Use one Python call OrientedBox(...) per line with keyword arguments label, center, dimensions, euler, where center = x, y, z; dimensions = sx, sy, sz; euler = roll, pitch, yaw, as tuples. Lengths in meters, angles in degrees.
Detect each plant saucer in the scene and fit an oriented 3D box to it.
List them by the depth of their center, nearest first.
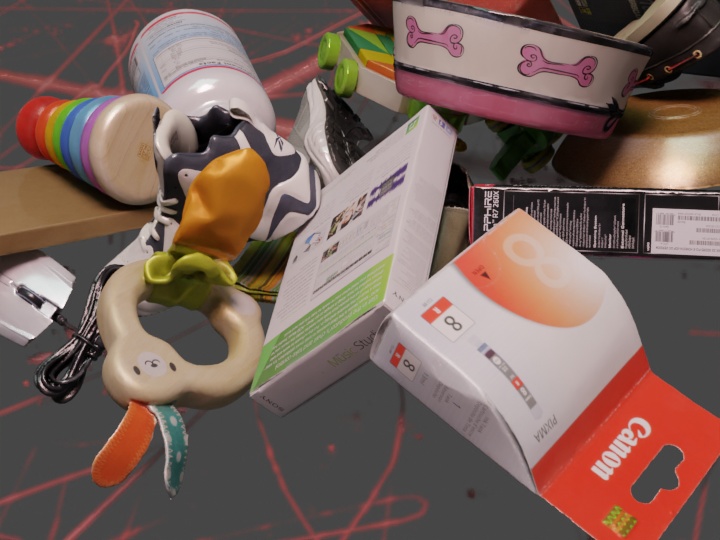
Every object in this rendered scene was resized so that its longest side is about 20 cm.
OrientedBox(label="plant saucer", center=(0.248, -0.109, 1.140), dimensions=(0.197, 0.036, 0.201), euler=(-7, 20, 2))
OrientedBox(label="plant saucer", center=(0.077, -0.229, 1.281), dimensions=(0.197, 0.037, 0.200), euler=(15, -3, 18))

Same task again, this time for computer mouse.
OrientedBox(label="computer mouse", center=(-0.255, 0.020, 1.085), dimensions=(0.199, 0.044, 0.110), euler=(20, 70, 39))

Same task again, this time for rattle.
OrientedBox(label="rattle", center=(-0.109, 0.036, 0.959), dimensions=(0.142, 0.130, 0.201), euler=(-37, 15, 29))

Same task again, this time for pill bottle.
OrientedBox(label="pill bottle", center=(-0.133, -0.139, 1.245), dimensions=(0.107, 0.110, 0.201), euler=(-15, 36, -9))

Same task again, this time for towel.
OrientedBox(label="towel", center=(0.000, 0.000, 1.102), dimensions=(0.197, 0.018, 0.086), euler=(6, 39, 20))

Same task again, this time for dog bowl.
OrientedBox(label="dog bowl", center=(0.113, -0.151, 1.076), dimensions=(0.197, 0.075, 0.200), euler=(12, 9, -2))

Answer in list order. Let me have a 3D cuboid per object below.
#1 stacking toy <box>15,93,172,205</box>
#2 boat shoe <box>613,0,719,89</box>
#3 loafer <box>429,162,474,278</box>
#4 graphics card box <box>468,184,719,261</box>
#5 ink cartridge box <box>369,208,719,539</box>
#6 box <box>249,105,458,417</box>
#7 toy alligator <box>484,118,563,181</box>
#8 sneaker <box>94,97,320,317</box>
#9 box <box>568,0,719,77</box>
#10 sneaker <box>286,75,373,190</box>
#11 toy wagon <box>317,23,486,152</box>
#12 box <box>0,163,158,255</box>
OrientedBox(label="stacking toy", center=(-0.226, -0.107, 1.187), dimensions=(0.085, 0.086, 0.199), euler=(-32, 27, -30))
OrientedBox(label="boat shoe", center=(0.235, -0.176, 1.193), dimensions=(0.074, 0.063, 0.201), euler=(-51, 6, -21))
OrientedBox(label="loafer", center=(0.044, -0.012, 1.034), dimensions=(0.074, 0.070, 0.201), euler=(2, 34, 13))
OrientedBox(label="graphics card box", center=(0.182, -0.033, 1.029), dimensions=(0.197, 0.052, 0.125), euler=(1, 0, 13))
OrientedBox(label="ink cartridge box", center=(0.127, 0.063, 0.879), dimensions=(0.199, 0.051, 0.162), euler=(36, 42, 17))
OrientedBox(label="box", center=(-0.003, -0.008, 1.007), dimensions=(0.144, 0.036, 0.201), euler=(-35, 27, 38))
OrientedBox(label="toy alligator", center=(0.155, -0.143, 1.214), dimensions=(0.054, 0.059, 0.201), euler=(-30, 19, 39))
OrientedBox(label="sneaker", center=(-0.141, -0.056, 1.074), dimensions=(0.197, 0.130, 0.080), euler=(-26, 34, 17))
OrientedBox(label="box", center=(0.256, -0.234, 1.223), dimensions=(0.156, 0.200, 0.052), euler=(10, 73, 25))
OrientedBox(label="sneaker", center=(-0.037, -0.100, 1.205), dimensions=(0.079, 0.074, 0.201), euler=(-40, 19, 17))
OrientedBox(label="toy wagon", center=(0.052, -0.157, 1.229), dimensions=(0.153, 0.040, 0.200), euler=(9, 24, -19))
OrientedBox(label="box", center=(-0.257, -0.053, 1.161), dimensions=(0.198, 0.022, 0.163), euler=(-12, 24, -37))
